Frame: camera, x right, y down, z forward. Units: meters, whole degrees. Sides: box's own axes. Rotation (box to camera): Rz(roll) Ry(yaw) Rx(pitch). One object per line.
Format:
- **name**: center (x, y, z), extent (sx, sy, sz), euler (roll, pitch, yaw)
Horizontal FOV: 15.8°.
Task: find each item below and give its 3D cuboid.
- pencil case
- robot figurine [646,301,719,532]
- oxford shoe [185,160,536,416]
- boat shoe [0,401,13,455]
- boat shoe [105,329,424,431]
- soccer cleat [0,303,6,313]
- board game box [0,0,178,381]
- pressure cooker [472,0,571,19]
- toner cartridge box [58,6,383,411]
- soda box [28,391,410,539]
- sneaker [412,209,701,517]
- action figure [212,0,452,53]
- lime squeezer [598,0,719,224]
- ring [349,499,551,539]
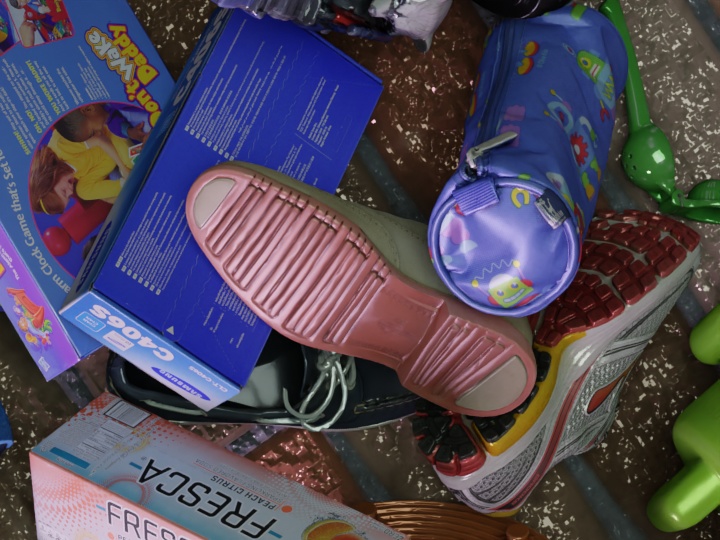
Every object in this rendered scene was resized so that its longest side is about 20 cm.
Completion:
- **pencil case**: center (0.085, -0.063, 1.315), extent (0.077, 0.201, 0.087), euler (-13, 120, 23)
- **robot figurine**: center (0.245, 0.084, 1.362), extent (0.200, 0.116, 0.176), euler (-40, 83, -6)
- **oxford shoe**: center (0.000, 0.000, 1.302), extent (0.199, 0.074, 0.071), euler (34, 120, -17)
- **boat shoe**: center (-0.272, 0.086, 1.301), extent (0.199, 0.085, 0.069), euler (17, 127, -28)
- **boat shoe**: center (-0.034, 0.047, 1.363), extent (0.198, 0.062, 0.076), euler (1, 85, -6)
- **soccer cleat**: center (-0.264, 0.035, 1.342), extent (0.199, 0.065, 0.084), euler (-24, 102, -4)
- **board game box**: center (-0.153, -0.065, 1.337), extent (0.134, 0.045, 0.201), euler (-31, 91, -34)
- **pressure cooker**: center (0.115, -0.245, 1.330), extent (0.200, 0.176, 0.179), euler (-37, 70, -16)
- **toner cartridge box**: center (-0.068, -0.039, 1.325), extent (0.095, 0.043, 0.201), euler (34, 59, -16)
- **soda box**: center (-0.072, 0.136, 1.298), extent (0.199, 0.069, 0.064), euler (23, 42, 29)
- **sneaker**: center (0.108, 0.046, 1.379), extent (0.200, 0.078, 0.082), euler (-44, 136, -17)
- **action figure**: center (-0.032, -0.184, 1.305), extent (0.193, 0.200, 0.105), euler (41, 105, 9)
- **lime squeezer**: center (0.185, -0.055, 1.410), extent (0.200, 0.038, 0.071), euler (43, 53, -2)
- **ring**: center (0.026, 0.179, 1.311), extent (0.199, 0.201, 0.019), euler (-6, 126, -6)
